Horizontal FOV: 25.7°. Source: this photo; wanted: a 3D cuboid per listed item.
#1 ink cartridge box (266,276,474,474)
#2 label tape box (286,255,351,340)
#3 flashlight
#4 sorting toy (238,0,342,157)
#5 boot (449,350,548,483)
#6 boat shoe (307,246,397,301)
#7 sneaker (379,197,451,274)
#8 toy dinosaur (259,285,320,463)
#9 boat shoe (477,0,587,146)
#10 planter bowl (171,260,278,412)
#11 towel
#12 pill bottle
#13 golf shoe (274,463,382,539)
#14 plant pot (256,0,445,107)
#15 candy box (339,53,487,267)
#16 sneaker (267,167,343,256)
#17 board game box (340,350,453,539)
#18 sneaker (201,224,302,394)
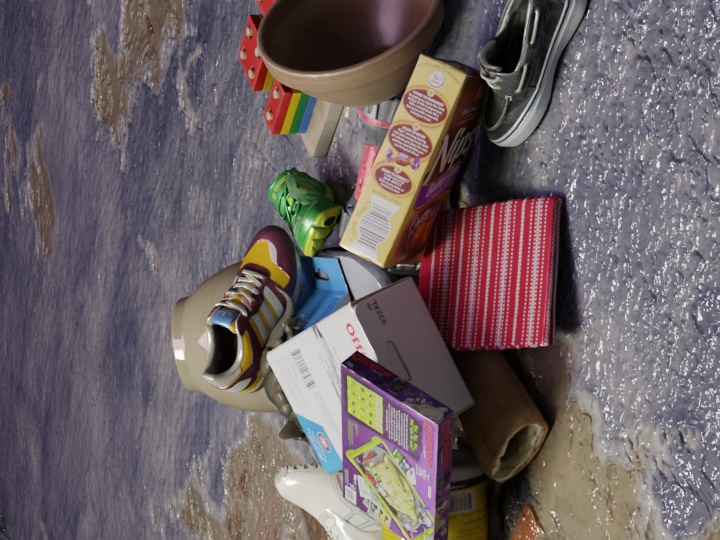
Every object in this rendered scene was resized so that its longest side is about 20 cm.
[{"bbox_3d":[0.007,0.109,1.599,0.200,0.084,0.145,-32,84,57],"label":"ink cartridge box"},{"bbox_3d":[-0.043,0.088,1.843,0.144,0.063,0.201,4,117,67],"label":"label tape box"},{"bbox_3d":[0.015,-0.118,1.752,0.068,0.068,0.200,52,138,46],"label":"flashlight"},{"bbox_3d":[-0.081,-0.276,1.929,0.199,0.069,0.200,112,145,-44],"label":"sorting toy"},{"bbox_3d":[0.103,0.132,1.606,0.175,0.066,0.200,110,144,-43],"label":"boot"},{"bbox_3d":[0.000,0.000,1.811,0.200,0.056,0.069,19,131,64],"label":"boat shoe"},{"bbox_3d":[0.062,-0.087,1.674,0.090,0.078,0.201,-100,20,-60],"label":"sneaker"},{"bbox_3d":[-0.085,0.116,1.766,0.200,0.077,0.102,64,149,20],"label":"toy dinosaur"},{"bbox_3d":[0.141,-0.197,1.456,0.200,0.071,0.072,108,147,-42],"label":"boat shoe"},{"bbox_3d":[-0.156,0.084,1.972,0.200,0.134,0.201,-7,-90,-79],"label":"planter bowl"},{"bbox_3d":[0.122,0.006,1.531,0.200,0.022,0.145,-6,78,53],"label":"towel"},{"bbox_3d":[0.078,0.292,1.633,0.111,0.111,0.201,-172,79,-65],"label":"pill bottle"},{"bbox_3d":[-0.006,0.276,1.704,0.078,0.199,0.097,114,177,-59],"label":"golf shoe"},{"bbox_3d":[0.000,-0.237,1.661,0.201,0.200,0.093,54,172,48],"label":"plant pot"},{"bbox_3d":[0.058,-0.106,1.528,0.056,0.117,0.201,25,102,16],"label":"candy box"},{"bbox_3d":[-0.072,-0.073,1.864,0.074,0.083,0.200,-56,14,7],"label":"sneaker"},{"bbox_3d":[0.034,0.178,1.510,0.120,0.032,0.200,35,143,31],"label":"board game box"},{"bbox_3d":[-0.128,0.042,1.816,0.075,0.090,0.201,8,84,32],"label":"sneaker"}]
